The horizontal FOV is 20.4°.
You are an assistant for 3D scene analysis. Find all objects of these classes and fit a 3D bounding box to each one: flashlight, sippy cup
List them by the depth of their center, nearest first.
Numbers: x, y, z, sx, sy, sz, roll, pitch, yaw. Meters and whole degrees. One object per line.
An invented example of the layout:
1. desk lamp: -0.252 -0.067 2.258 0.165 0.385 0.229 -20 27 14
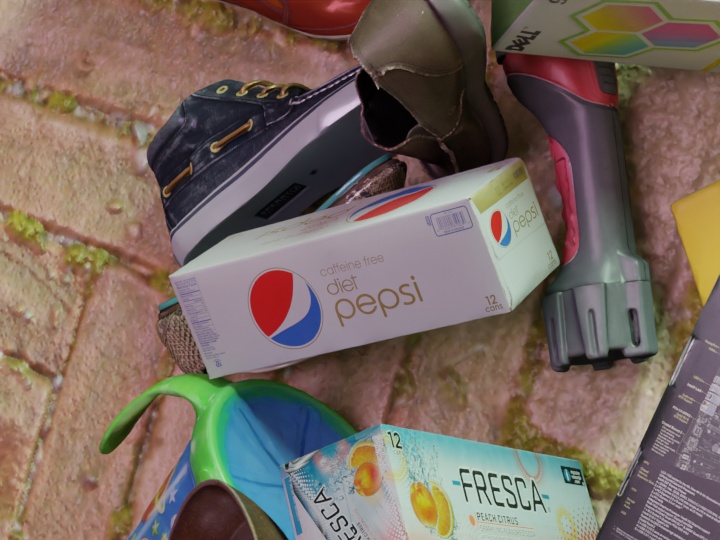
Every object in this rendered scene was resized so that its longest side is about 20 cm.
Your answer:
1. flashlight: 0.112 -0.048 1.069 0.067 0.068 0.202 -4 80 -2
2. sippy cup: -0.065 0.153 1.109 0.130 0.139 0.179 -47 49 29

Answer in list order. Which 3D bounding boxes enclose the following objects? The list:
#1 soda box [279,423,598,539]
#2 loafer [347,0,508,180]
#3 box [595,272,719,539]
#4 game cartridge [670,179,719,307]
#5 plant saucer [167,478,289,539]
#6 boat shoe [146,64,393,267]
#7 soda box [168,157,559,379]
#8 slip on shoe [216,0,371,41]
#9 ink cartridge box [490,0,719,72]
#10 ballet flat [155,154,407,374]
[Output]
1. soda box: 0.046 0.126 0.990 0.063 0.199 0.069 -25 67 28
2. loafer: 0.027 -0.094 1.049 0.071 0.200 0.073 -33 66 -5
3. box: 0.224 0.114 0.935 0.199 0.043 0.161 28 98 31
4. game cartridge: 0.267 0.007 0.975 0.199 0.032 0.178 -25 67 24
5. plant saucer: -0.060 0.203 0.971 0.200 0.034 0.202 -177 90 -69
6. boat shoe: -0.047 -0.087 1.176 0.200 0.071 0.091 -36 61 22
7. soda box: 0.000 0.000 1.058 0.199 0.068 0.064 -13 104 33
8. slip on shoe: -0.044 -0.185 1.201 0.199 0.061 0.075 17 88 33
9. ink cartridge box: 0.123 -0.147 0.990 0.104 0.198 0.060 138 135 -72
10. ballet flat: -0.034 0.010 1.160 0.199 0.068 0.076 -33 86 30
